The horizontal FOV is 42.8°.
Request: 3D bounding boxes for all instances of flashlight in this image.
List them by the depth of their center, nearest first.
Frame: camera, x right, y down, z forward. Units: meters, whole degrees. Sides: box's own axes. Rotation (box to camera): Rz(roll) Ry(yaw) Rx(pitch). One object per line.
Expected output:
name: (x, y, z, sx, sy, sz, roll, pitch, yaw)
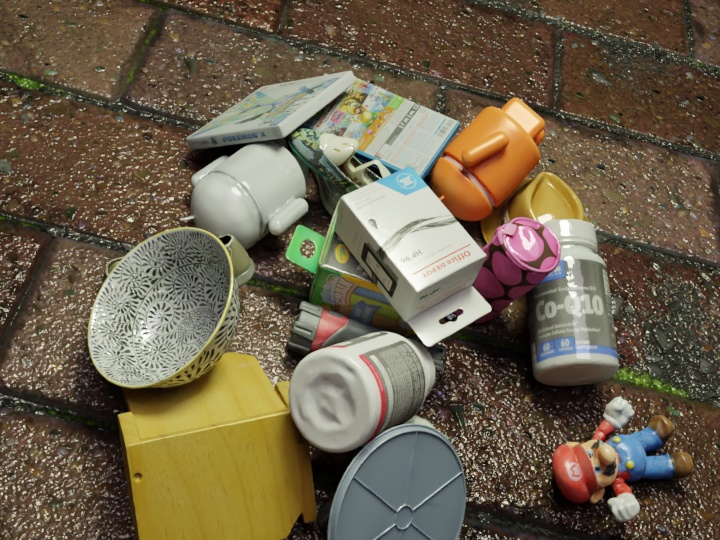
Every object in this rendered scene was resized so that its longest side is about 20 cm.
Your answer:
flashlight: (0.006, 0.102, 1.181, 0.197, 0.068, 0.069, 22, 56, -5)

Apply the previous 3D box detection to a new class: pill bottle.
pill bottle: (0.012, 0.131, 1.050, 0.111, 0.111, 0.199, 43, 22, 18)
pill bottle: (0.278, 0.043, 1.231, 0.112, 0.114, 0.204, 3, 68, -12)

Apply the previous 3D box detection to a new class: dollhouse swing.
dollhouse swing: (-0.177, 0.209, 1.069, 0.197, 0.175, 0.185, -9, 98, -21)

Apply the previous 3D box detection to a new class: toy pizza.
toy pizza: (0.039, 0.267, 1.013, 0.199, 0.203, 0.031, -30, 24, -32)

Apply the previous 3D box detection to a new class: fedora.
fedora: (0.275, -0.078, 1.367, 0.197, 0.082, 0.203, 8, 52, -10)

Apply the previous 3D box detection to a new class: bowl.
bowl: (-0.212, 0.061, 1.080, 0.197, 0.094, 0.204, -14, 55, 20)

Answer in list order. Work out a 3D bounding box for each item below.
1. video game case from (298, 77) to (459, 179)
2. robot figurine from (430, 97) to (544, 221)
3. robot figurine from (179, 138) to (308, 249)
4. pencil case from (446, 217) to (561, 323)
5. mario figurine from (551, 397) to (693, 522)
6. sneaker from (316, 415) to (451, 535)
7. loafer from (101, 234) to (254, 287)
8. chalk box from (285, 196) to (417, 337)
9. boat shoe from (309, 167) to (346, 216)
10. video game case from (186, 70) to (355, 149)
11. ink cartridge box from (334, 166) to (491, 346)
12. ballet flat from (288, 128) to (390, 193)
video game case: (0.028, -0.209, 1.344, 0.198, 0.018, 0.144, 26, 53, 14)
robot figurine: (0.181, -0.156, 1.342, 0.200, 0.144, 0.117, -46, 112, -1)
robot figurine: (-0.153, -0.103, 1.257, 0.168, 0.114, 0.200, 26, 50, 26)
pencil case: (0.179, 0.001, 1.210, 0.093, 0.200, 0.091, 42, 58, 0)
mario figurine: (0.325, 0.230, 1.133, 0.197, 0.108, 0.123, -7, 21, -28)
sneaker: (0.010, 0.233, 1.082, 0.198, 0.075, 0.088, -28, 55, -37)
loafer: (-0.235, -0.013, 1.168, 0.196, 0.071, 0.076, -8, 36, 3)
chalk box: (0.000, 0.000, 1.215, 0.197, 0.125, 0.126, 18, 52, 1)
boat shoe: (-0.027, -0.143, 1.349, 0.073, 0.065, 0.204, -13, 58, -23)
video game case: (-0.128, -0.233, 1.334, 0.180, 0.022, 0.200, -2, 31, 35)
ink cartridge box: (0.071, -0.020, 1.125, 0.115, 0.068, 0.201, -26, 65, -27)
ballet flat: (-0.008, -0.142, 1.269, 0.199, 0.074, 0.075, 40, 50, -12)
